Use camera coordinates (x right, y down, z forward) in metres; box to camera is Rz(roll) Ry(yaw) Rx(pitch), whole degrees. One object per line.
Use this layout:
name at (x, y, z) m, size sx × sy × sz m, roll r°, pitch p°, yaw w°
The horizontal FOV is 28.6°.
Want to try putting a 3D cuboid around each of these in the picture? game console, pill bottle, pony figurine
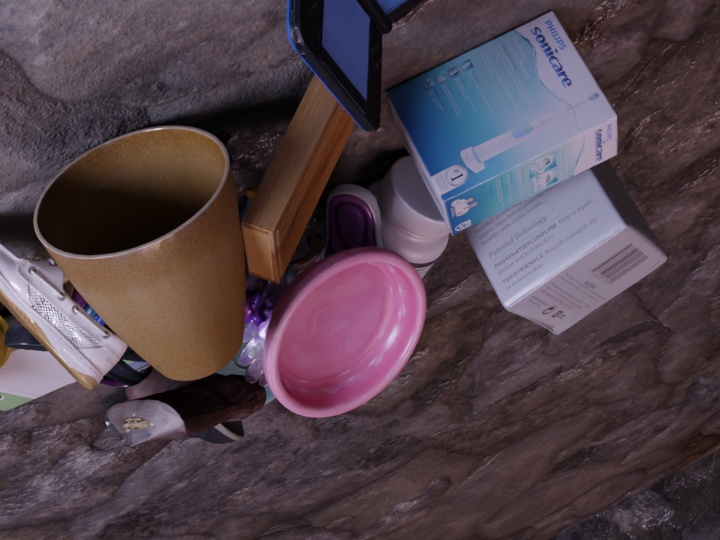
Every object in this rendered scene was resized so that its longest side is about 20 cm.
game console at (0.025, -0.242, 1.238) m, size 0.117 × 0.173 × 0.200 m, roll -6°, pitch 160°, yaw 20°
pill bottle at (0.030, -0.031, 1.617) m, size 0.113 × 0.115 × 0.200 m, roll -5°, pitch 146°, yaw -36°
pony figurine at (-0.115, 0.000, 1.508) m, size 0.194 × 0.166 × 0.200 m, roll -51°, pitch 160°, yaw 0°

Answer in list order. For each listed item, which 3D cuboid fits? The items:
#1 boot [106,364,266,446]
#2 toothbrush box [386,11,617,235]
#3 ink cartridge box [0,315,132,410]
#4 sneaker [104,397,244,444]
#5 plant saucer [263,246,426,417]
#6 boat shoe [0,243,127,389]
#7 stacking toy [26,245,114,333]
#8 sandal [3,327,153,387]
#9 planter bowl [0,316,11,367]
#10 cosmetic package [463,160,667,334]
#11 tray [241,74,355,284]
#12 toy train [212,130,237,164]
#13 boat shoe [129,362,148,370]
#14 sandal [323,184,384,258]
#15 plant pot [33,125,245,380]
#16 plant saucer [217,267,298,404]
boot at (-0.220, 0.142, 1.486) m, size 0.184 × 0.065 × 0.200 m, roll -2°, pitch -174°, yaw 26°
toothbrush box at (0.148, -0.154, 1.468) m, size 0.198 × 0.147 × 0.085 m, roll -27°, pitch 155°, yaw -1°
ink cartridge box at (-0.371, 0.098, 1.563) m, size 0.198 × 0.049 × 0.145 m, roll -19°, pitch 158°, yaw 26°
sneaker at (-0.239, 0.189, 1.829) m, size 0.106 × 0.075 × 0.200 m, roll -30°, pitch 145°, yaw 17°
plant saucer at (-0.022, 0.059, 1.497) m, size 0.199 × 0.051 × 0.202 m, roll -21°, pitch 131°, yaw -26°
boat shoe at (-0.304, 0.021, 1.352) m, size 0.069 × 0.200 × 0.071 m, roll -43°, pitch -179°, yaw -15°
stacking toy at (-0.263, 0.039, 1.479) m, size 0.085 × 0.086 × 0.199 m, roll -38°, pitch 143°, yaw 23°
sandal at (-0.274, 0.093, 1.456) m, size 0.199 × 0.049 × 0.075 m, roll 10°, pitch 169°, yaw -36°
planter bowl at (-0.448, 0.108, 1.411) m, size 0.198 × 0.084 × 0.201 m, roll -8°, pitch 146°, yaw -5°
cosmetic package at (0.219, -0.064, 1.630) m, size 0.166 × 0.201 × 0.167 m, roll -36°, pitch 152°, yaw 17°
tray at (-0.056, -0.097, 1.360) m, size 0.099 × 0.037 × 0.201 m, roll 88°, pitch 24°, yaw -62°
toy train at (-0.192, -0.069, 1.421) m, size 0.200 × 0.046 × 0.034 m, roll -42°, pitch 150°, yaw 28°
boat shoe at (-0.216, 0.094, 1.678) m, size 0.201 × 0.075 × 0.086 m, roll -25°, pitch 160°, yaw -25°
sandal at (-0.007, 0.000, 1.548) m, size 0.082 × 0.050 × 0.204 m, roll 2°, pitch 126°, yaw 24°
plant pot at (-0.182, -0.001, 1.323) m, size 0.185 × 0.187 × 0.201 m, roll -23°, pitch 130°, yaw -6°
plant saucer at (-0.132, 0.083, 1.650) m, size 0.198 × 0.027 × 0.202 m, roll -16°, pitch 119°, yaw -32°
